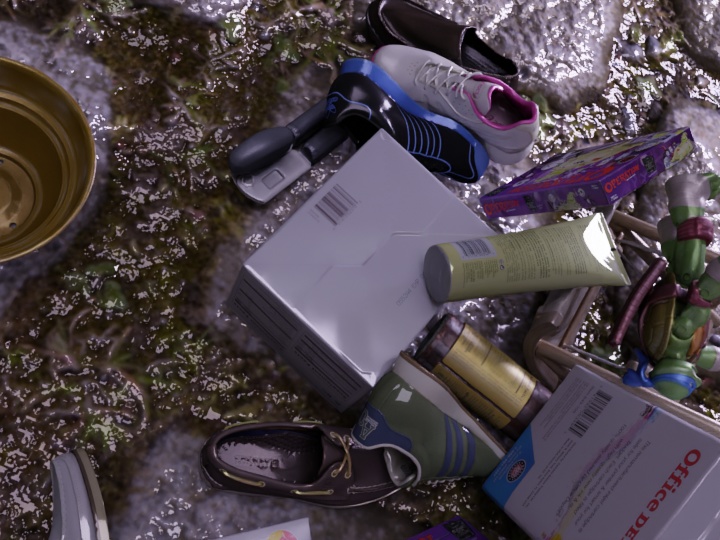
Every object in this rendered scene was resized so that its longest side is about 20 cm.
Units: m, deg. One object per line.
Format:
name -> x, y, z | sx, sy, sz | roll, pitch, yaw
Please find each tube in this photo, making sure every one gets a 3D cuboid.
tube -> 0.154, -0.008, 0.748 | 0.198, 0.052, 0.059 | -9, 109, -23

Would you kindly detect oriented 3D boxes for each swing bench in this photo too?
swing bench -> 0.283, 0.050, 0.842 | 0.199, 0.130, 0.200 | 34, 64, 5

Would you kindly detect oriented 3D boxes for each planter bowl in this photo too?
planter bowl -> -0.335, -0.082, 0.726 | 0.198, 0.084, 0.203 | 6, 68, -15

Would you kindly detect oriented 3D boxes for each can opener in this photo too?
can opener -> -0.052, -0.139, 0.850 | 0.053, 0.067, 0.200 | 46, 59, 5

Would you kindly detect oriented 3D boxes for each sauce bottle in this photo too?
sauce bottle -> 0.144, 0.125, 0.802 | 0.200, 0.065, 0.065 | 40, 63, -1

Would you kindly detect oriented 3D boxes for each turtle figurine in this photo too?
turtle figurine -> 0.322, 0.019, 0.716 | 0.143, 0.199, 0.196 | 32, 52, -35

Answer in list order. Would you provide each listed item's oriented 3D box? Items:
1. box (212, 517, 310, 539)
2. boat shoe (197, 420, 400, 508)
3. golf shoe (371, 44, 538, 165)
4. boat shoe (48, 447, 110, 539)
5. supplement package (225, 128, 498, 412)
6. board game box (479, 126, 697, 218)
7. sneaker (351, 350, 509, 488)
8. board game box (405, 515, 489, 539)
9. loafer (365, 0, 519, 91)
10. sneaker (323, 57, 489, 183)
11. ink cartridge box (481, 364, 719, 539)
box -> -0.097, 0.317, 0.655 | 0.154, 0.041, 0.202 | -7, 72, -21
boat shoe -> -0.041, 0.168, 0.729 | 0.198, 0.060, 0.073 | 7, 66, -14
golf shoe -> 0.103, -0.191, 0.873 | 0.199, 0.092, 0.076 | 28, 77, 2
boat shoe -> -0.227, 0.240, 0.635 | 0.068, 0.075, 0.202 | -6, 71, -25
supplement package -> 0.000, 0.000, 0.780 | 0.156, 0.111, 0.200 | 42, 63, 2
board game box -> 0.220, -0.094, 0.829 | 0.120, 0.200, 0.033 | -34, 103, -20
sneaker -> 0.059, 0.153, 0.729 | 0.090, 0.200, 0.067 | -49, 44, -7
board game box -> 0.052, 0.269, 0.662 | 0.199, 0.120, 0.033 | -10, 114, -41
loafer -> 0.100, -0.260, 0.937 | 0.199, 0.071, 0.073 | 29, 63, -5
sneaker -> 0.046, -0.132, 0.859 | 0.199, 0.070, 0.079 | 31, 69, -23
ink cartridge box -> 0.231, 0.201, 0.681 | 0.146, 0.200, 0.147 | 41, 87, -20
